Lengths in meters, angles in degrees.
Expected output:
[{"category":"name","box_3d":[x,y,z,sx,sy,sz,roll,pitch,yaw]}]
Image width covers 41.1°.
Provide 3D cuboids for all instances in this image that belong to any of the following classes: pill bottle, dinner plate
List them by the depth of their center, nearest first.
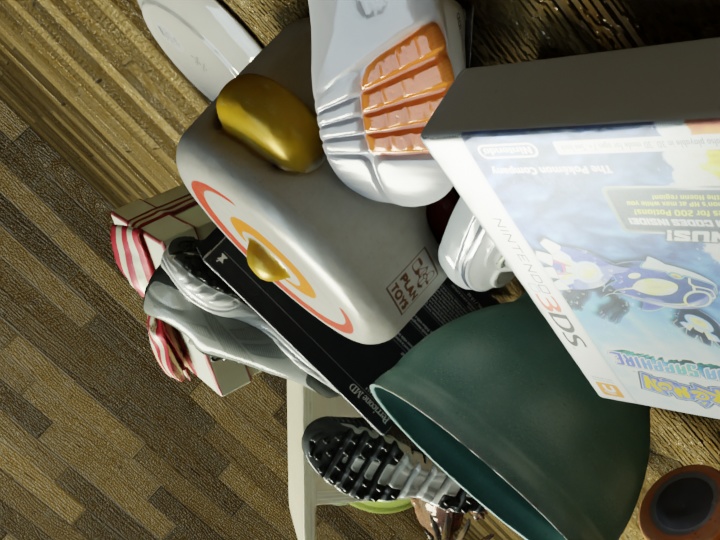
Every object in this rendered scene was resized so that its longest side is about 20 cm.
[{"category":"pill bottle","box_3d":[0.280,0.227,0.694,0.200,0.106,0.106,47,167,-23]},{"category":"dinner plate","box_3d":[-0.125,-0.176,0.795,0.200,0.024,0.200,41,168,11]}]

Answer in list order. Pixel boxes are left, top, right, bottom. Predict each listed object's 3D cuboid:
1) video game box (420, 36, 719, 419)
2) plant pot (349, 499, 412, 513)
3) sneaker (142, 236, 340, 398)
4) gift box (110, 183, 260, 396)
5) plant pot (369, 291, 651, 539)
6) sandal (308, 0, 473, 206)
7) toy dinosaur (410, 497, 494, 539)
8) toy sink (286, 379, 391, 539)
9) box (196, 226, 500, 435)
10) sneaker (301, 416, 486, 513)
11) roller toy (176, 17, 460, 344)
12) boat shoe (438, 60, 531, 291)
[{"category":"video game box","box_3d":[0.144,-0.003,0.361,0.199,0.047,0.182,5,146,48]},{"category":"plant pot","box_3d":[0.062,0.184,1.138,0.200,0.200,0.190,43,156,-6]},{"category":"sneaker","box_3d":[-0.096,0.051,0.831,0.200,0.079,0.074,35,-155,-16]},{"category":"gift box","box_3d":[-0.137,0.004,0.953,0.200,0.186,0.186,14,127,60]},{"category":"plant pot","box_3d":[0.124,0.099,0.679,0.200,0.134,0.200,41,169,10]},{"category":"sandal","box_3d":[0.018,-0.123,0.448,0.079,0.059,0.208,13,134,24]},{"category":"toy dinosaur","box_3d":[0.086,0.222,0.964,0.136,0.085,0.202,-88,-11,-82]},{"category":"toy sink","box_3d":[-0.013,0.168,0.976,0.130,0.111,0.202,-139,48,-76]},{"category":"box","box_3d":[-0.009,0.007,0.759,0.200,0.141,0.079,46,174,-15]},{"category":"sneaker","box_3d":[0.030,0.157,0.848,0.199,0.067,0.091,18,-158,-27]},{"category":"roller toy","box_3d":[-0.018,-0.049,0.604,0.182,0.140,0.200,44,168,-12]},{"category":"boat shoe","box_3d":[0.087,-0.025,0.503,0.067,0.074,0.200,37,167,16]}]
